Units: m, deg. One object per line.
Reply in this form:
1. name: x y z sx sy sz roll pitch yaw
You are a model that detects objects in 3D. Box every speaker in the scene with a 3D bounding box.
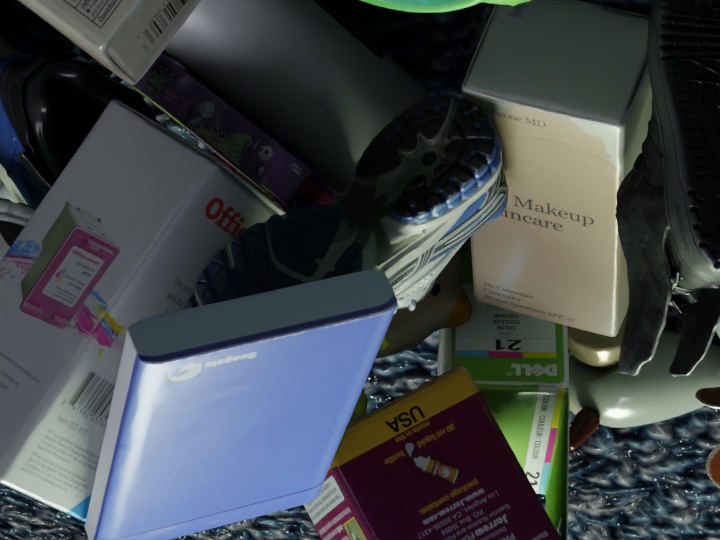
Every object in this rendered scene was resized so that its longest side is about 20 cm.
1. speaker: -0.057 -0.130 1.154 0.200 0.081 0.081 39 146 -24

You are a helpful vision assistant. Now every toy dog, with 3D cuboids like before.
1. toy dog: 0.204 0.084 1.299 0.200 0.096 0.132 -1 142 34

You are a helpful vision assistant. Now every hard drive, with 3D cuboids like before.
1. hard drive: -0.065 0.076 1.054 0.132 0.025 0.200 -12 150 -22

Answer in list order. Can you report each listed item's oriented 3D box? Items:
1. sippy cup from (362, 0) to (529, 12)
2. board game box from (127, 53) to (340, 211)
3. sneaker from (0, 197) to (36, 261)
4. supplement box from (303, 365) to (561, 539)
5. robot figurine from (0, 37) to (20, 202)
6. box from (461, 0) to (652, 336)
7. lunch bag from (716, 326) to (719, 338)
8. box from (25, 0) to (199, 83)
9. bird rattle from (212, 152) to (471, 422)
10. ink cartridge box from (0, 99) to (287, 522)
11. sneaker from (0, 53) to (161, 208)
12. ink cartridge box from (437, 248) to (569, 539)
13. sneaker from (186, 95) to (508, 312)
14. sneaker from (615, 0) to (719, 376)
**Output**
1. sippy cup: 0.029 -0.207 0.928 0.139 0.131 0.178 5 145 29
2. board game box: -0.083 -0.083 1.179 0.200 0.032 0.120 39 -177 24
3. sneaker: -0.246 -0.003 1.154 0.199 0.080 0.074 13 150 -9
4. supplement box: 0.054 0.174 1.218 0.200 0.103 0.131 61 163 7
5. robot figurine: -0.236 -0.082 1.286 0.200 0.170 0.113 39 111 2
6. box: 0.113 -0.057 1.157 0.095 0.078 0.200 14 148 17
7. lunch bag: 0.264 -0.003 1.107 0.200 0.122 0.171 31 156 19
8. box: -0.170 -0.193 1.036 0.200 0.095 0.078 38 178 10
9. bird rattle: -0.022 -0.004 1.265 0.163 0.200 0.113 -14 145 -14
10. ink cartridge box: -0.128 0.029 1.128 0.085 0.200 0.145 33 176 31
11. sneaker: -0.144 -0.039 1.192 0.111 0.077 0.200 3 129 58
12. ink cartridge box: 0.088 0.107 1.300 0.076 0.200 0.148 2 148 0
13. sneaker: 0.000 0.000 1.091 0.077 0.200 0.085 56 -177 32
14. sneaker: 0.160 -0.052 1.048 0.060 0.200 0.104 1 167 -15
